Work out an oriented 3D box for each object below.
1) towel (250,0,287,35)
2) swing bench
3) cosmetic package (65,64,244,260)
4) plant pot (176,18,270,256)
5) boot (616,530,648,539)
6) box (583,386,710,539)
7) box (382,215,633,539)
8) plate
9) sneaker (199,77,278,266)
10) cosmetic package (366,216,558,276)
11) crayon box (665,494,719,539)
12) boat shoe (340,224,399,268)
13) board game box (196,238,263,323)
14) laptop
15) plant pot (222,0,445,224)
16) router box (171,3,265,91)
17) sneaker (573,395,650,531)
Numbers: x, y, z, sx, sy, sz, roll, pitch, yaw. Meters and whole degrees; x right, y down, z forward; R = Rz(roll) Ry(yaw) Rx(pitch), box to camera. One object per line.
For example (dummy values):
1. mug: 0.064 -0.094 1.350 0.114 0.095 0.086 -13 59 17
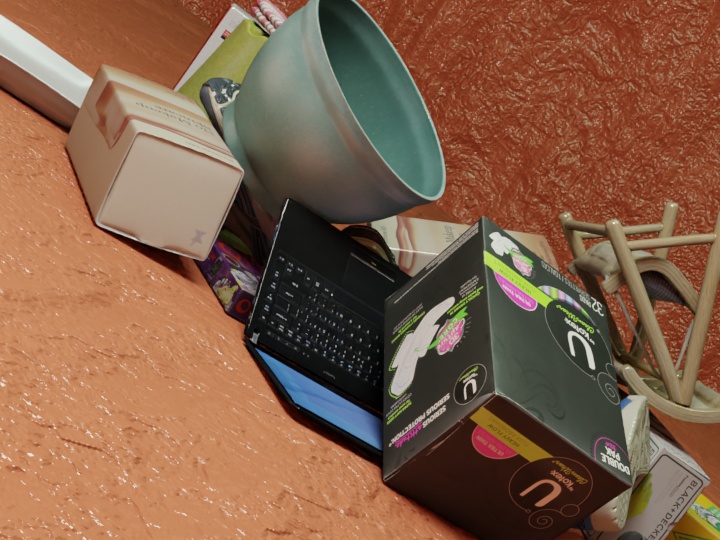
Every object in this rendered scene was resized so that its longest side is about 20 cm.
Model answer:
1. towel: -0.030 -0.207 1.419 0.146 0.030 0.200 33 10 -26
2. swing bench: 0.285 0.041 1.407 0.128 0.202 0.199 -5 5 -4
3. cosmetic package: -0.179 -0.096 1.213 0.103 0.088 0.200 20 16 -27
4. plant pot: -0.117 -0.144 1.450 0.200 0.185 0.200 36 9 -7
5. boot: 0.309 0.314 1.195 0.200 0.066 0.165 40 9 -16
6. box: 0.256 0.196 1.400 0.060 0.117 0.200 35 9 -13
7. box: 0.109 0.091 1.105 0.148 0.124 0.201 34 34 -24
8. plate: -0.331 -0.201 1.390 0.199 0.032 0.200 34 8 -25
9. sneaker: -0.109 -0.077 1.313 0.201 0.086 0.078 65 29 -6
10. cosmetic package: 0.101 0.005 1.530 0.198 0.088 0.104 6 24 -7
11. crayon box: 0.409 0.324 1.551 0.172 0.058 0.200 39 8 20
12. boat shoe: 0.001 0.000 1.318 0.071 0.067 0.201 10 -25 8
13. board game box: -0.051 0.045 1.252 0.199 0.032 0.120 32 6 -32
14. laptop: 0.007 0.059 1.136 0.177 0.202 0.103 33 -30 -32
15. plant pot: -0.034 -0.121 1.230 0.200 0.133 0.201 48 26 -33
16. router box: -0.114 -0.164 1.588 0.199 0.180 0.049 36 9 -12
17. sneaker: 0.189 0.164 1.251 0.110 0.077 0.200 -1 21 22
